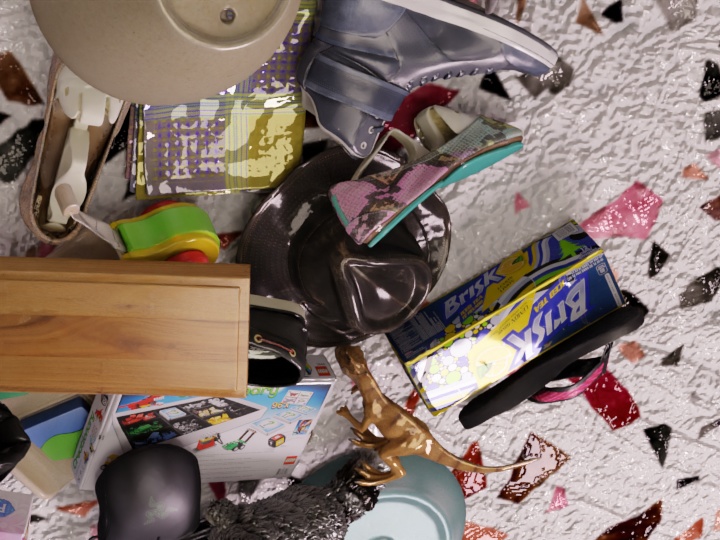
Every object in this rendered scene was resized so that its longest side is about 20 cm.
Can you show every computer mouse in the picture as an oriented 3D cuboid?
[{"bbox_3d":[-0.172,0.214,1.384,0.138,0.053,0.200,-12,148,-12],"label":"computer mouse"}]

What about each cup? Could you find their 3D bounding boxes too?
[{"bbox_3d":[-0.119,-0.207,1.136,0.200,0.143,0.200,-5,103,-23],"label":"cup"}]

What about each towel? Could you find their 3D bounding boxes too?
[{"bbox_3d":[-0.106,-0.148,1.276,0.143,0.023,0.200,-1,118,-19],"label":"towel"}]

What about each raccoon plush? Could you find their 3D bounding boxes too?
[{"bbox_3d":[-0.061,0.197,1.410,0.200,0.097,0.134,-59,154,-24],"label":"raccoon plush"}]

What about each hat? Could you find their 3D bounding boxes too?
[{"bbox_3d":[0.000,0.000,1.352,0.200,0.081,0.201,-13,126,-18],"label":"hat"}]

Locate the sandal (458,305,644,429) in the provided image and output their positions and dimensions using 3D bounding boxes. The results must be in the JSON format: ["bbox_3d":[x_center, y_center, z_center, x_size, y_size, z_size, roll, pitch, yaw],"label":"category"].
[{"bbox_3d":[0.177,0.094,1.461,0.200,0.075,0.045,-36,93,25],"label":"sandal"}]

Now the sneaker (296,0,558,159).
[{"bbox_3d":[0.046,-0.150,1.291,0.202,0.077,0.146,16,103,-22],"label":"sneaker"}]

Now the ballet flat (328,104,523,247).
[{"bbox_3d":[0.052,-0.090,1.323,0.200,0.069,0.071,-33,86,-34],"label":"ballet flat"}]

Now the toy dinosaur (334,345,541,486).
[{"bbox_3d":[0.043,0.146,1.411,0.200,0.060,0.106,38,132,-14],"label":"toy dinosaur"}]

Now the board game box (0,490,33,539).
[{"bbox_3d":[-0.369,0.235,1.309,0.199,0.041,0.200,10,136,-6],"label":"board game box"}]

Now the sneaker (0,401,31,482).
[{"bbox_3d":[-0.310,0.169,1.316,0.111,0.077,0.200,-4,127,22],"label":"sneaker"}]

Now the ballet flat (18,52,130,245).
[{"bbox_3d":[-0.208,-0.107,1.232,0.068,0.067,0.200,10,113,-17],"label":"ballet flat"}]

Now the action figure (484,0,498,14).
[{"bbox_3d":[0.073,-0.313,1.199,0.193,0.105,0.200,32,99,-24],"label":"action figure"}]

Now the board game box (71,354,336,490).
[{"bbox_3d":[-0.131,0.127,1.378,0.200,0.035,0.126,1,131,-31],"label":"board game box"}]

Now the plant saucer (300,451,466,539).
[{"bbox_3d":[0.012,0.259,1.536,0.200,0.036,0.200,-9,120,-16],"label":"plant saucer"}]

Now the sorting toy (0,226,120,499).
[{"bbox_3d":[-0.238,0.081,1.345,0.200,0.036,0.185,-38,123,3],"label":"sorting toy"}]

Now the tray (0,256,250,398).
[{"bbox_3d":[-0.185,0.044,1.241,0.200,0.037,0.099,2,108,-3],"label":"tray"}]

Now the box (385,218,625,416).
[{"bbox_3d":[0.127,0.041,1.442,0.200,0.064,0.070,-30,124,-2],"label":"box"}]

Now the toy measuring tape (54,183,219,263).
[{"bbox_3d":[-0.160,-0.034,1.266,0.074,0.074,0.200,-39,151,3],"label":"toy measuring tape"}]

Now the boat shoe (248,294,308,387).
[{"bbox_3d":[-0.138,0.053,1.294,0.201,0.063,0.074,7,145,-18],"label":"boat shoe"}]
